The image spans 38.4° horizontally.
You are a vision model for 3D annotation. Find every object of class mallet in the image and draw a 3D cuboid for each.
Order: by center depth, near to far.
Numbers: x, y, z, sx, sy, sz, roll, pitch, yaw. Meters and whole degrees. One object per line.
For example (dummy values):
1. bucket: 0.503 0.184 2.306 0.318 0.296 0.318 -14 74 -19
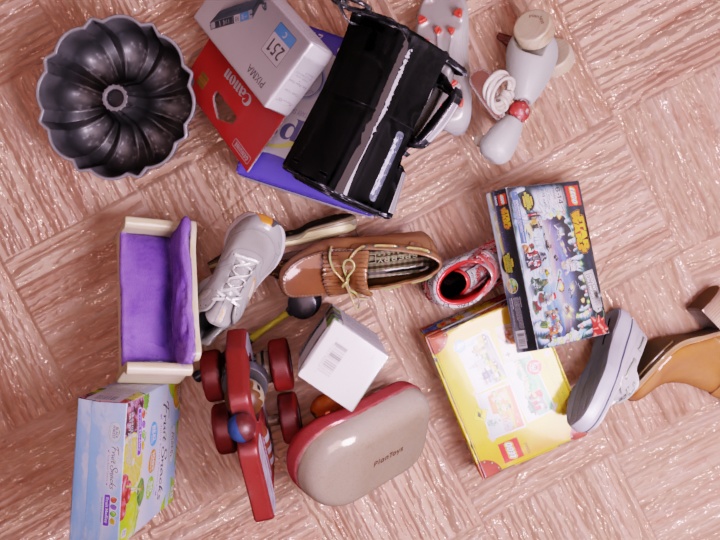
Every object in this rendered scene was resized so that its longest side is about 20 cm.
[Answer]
1. mallet: -0.133 0.082 1.344 0.200 0.066 0.041 -34 93 15

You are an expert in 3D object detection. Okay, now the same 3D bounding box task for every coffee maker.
1. coffee maker: -0.003 -0.179 1.160 0.192 0.135 0.201 25 93 -25

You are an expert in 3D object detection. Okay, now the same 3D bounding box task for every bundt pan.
1. bundt pan: -0.294 -0.211 1.288 0.201 0.076 0.203 0 93 6

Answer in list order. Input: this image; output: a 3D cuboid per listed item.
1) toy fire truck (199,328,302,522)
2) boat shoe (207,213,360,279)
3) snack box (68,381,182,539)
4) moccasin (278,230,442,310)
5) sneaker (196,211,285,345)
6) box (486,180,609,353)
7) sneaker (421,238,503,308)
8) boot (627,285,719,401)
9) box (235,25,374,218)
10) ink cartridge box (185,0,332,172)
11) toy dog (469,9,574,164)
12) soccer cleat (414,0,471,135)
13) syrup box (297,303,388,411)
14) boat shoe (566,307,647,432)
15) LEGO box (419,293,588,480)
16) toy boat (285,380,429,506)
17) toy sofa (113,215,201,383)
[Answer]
1. toy fire truck: -0.132 0.182 1.266 0.112 0.168 0.201 -9 119 -2
2. boat shoe: -0.095 -0.016 1.316 0.199 0.072 0.068 -15 102 3
3. snack box: -0.281 0.222 1.259 0.067 0.200 0.170 5 95 7
4. moccasin: 0.000 0.002 1.267 0.200 0.078 0.074 -4 116 -11
5. sneaker: -0.151 0.019 1.247 0.075 0.092 0.200 24 128 -12
6. box: 0.234 -0.007 1.286 0.136 0.040 0.201 -9 87 -39
7. sneaker: 0.176 -0.007 1.309 0.201 0.108 0.068 -23 94 -1
8. boot: 0.450 0.138 1.348 0.200 0.074 0.155 -43 98 4
9. box: -0.038 -0.185 1.292 0.183 0.105 0.201 17 93 -3
10. ink cartridge box: -0.142 -0.247 1.234 0.176 0.045 0.200 -51 53 18
11. toy dog: 0.184 -0.237 1.298 0.200 0.096 0.132 -49 136 -26
12. soccer cleat: 0.109 -0.268 1.315 0.069 0.078 0.201 -5 74 12
13. syrup box: -0.024 0.101 1.262 0.081 0.200 0.079 34 92 -5
14. boat shoe: 0.321 0.132 1.298 0.067 0.074 0.200 36 54 -6
15. LEGO box: 0.183 0.144 1.334 0.148 0.077 0.201 -22 95 -1
16. toy boat: -0.015 0.202 1.306 0.200 0.131 0.131 -21 131 -39
17. toy sofa: -0.249 0.033 1.257 0.082 0.098 0.201 5 67 -25
